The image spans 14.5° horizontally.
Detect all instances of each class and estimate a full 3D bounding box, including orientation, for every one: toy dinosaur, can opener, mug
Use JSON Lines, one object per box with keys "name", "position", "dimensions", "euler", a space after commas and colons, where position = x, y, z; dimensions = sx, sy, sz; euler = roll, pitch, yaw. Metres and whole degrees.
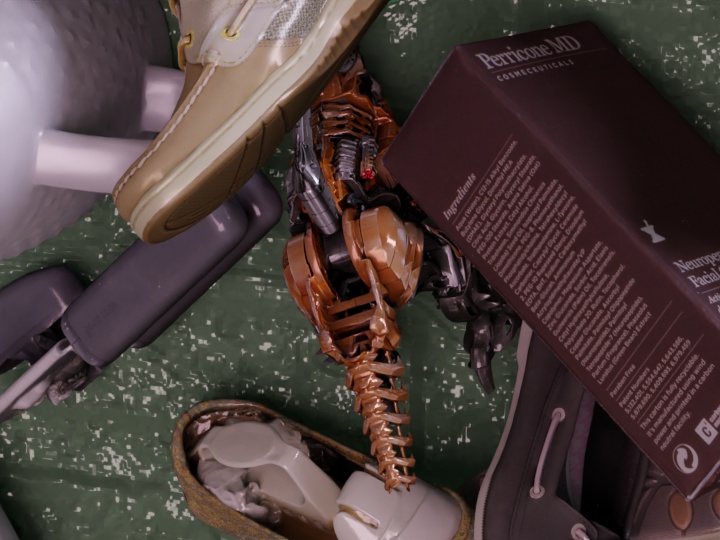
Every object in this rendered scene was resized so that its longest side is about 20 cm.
{"name": "toy dinosaur", "position": [0.000, 0.000, 1.219], "dimensions": [0.102, 0.136, 0.200], "euler": [2, 66, 28]}
{"name": "can opener", "position": [-0.117, 0.006, 1.277], "dimensions": [0.200, 0.053, 0.067], "euler": [-42, 81, 38]}
{"name": "mug", "position": [-0.150, -0.069, 1.216], "dimensions": [0.200, 0.175, 0.148], "euler": [10, 110, 10]}

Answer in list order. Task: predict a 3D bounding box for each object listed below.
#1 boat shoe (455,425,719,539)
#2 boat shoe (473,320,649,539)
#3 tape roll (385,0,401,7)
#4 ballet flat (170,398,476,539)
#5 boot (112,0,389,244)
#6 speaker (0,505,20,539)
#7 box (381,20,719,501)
{"name": "boat shoe", "position": [0.134, 0.105, 1.262], "dimensions": [0.200, 0.075, 0.073], "euler": [-15, 146, 28]}
{"name": "boat shoe", "position": [0.094, 0.084, 1.206], "dimensions": [0.057, 0.200, 0.067], "euler": [-16, 143, 39]}
{"name": "tape roll", "position": [-0.023, -0.208, 1.210], "dimensions": [0.200, 0.048, 0.201], "euler": [4, 108, 12]}
{"name": "ballet flat", "position": [-0.009, 0.105, 1.258], "dimensions": [0.200, 0.071, 0.071], "euler": [20, 114, 37]}
{"name": "boot", "position": [-0.075, -0.124, 1.149], "dimensions": [0.155, 0.072, 0.200], "euler": [37, 73, 2]}
{"name": "speaker", "position": [-0.183, 0.173, 1.353], "dimensions": [0.081, 0.081, 0.200], "euler": [-24, 100, 19]}
{"name": "box", "position": [0.114, -0.009, 1.170], "dimensions": [0.200, 0.100, 0.075], "euler": [47, 126, 22]}
